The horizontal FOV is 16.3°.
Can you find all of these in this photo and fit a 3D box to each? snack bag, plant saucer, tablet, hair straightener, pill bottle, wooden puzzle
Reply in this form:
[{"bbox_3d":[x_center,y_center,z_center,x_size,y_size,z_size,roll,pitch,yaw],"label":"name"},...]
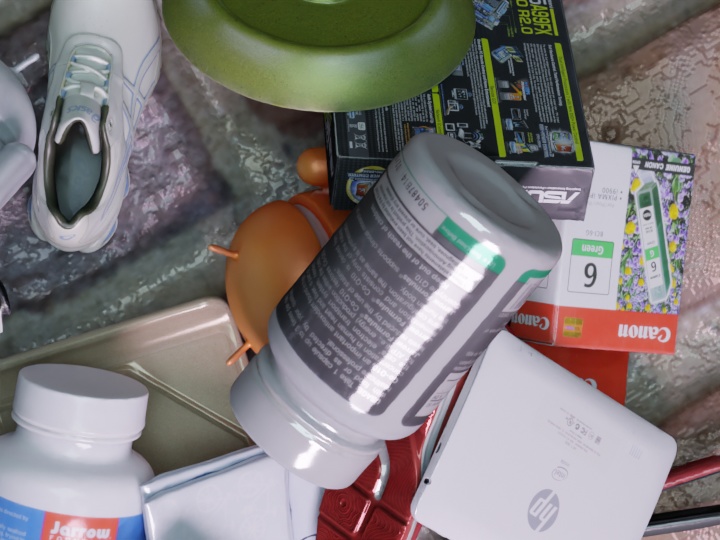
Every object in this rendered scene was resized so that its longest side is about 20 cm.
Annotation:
[{"bbox_3d":[-0.044,0.193,1.609,0.200,0.021,0.189,-17,115,-28],"label":"snack bag"},{"bbox_3d":[-0.025,-0.176,1.586,0.200,0.200,0.031,-1,135,-6],"label":"plant saucer"},{"bbox_3d":[0.120,0.131,1.595,0.200,0.014,0.130,32,79,-40],"label":"tablet"},{"bbox_3d":[0.164,0.186,1.681,0.200,0.041,0.077,-17,93,-5],"label":"hair straightener"},{"bbox_3d":[0.017,0.026,1.482,0.113,0.113,0.200,37,109,-6],"label":"pill bottle"},{"bbox_3d":[-0.145,0.132,1.639,0.185,0.037,0.200,-17,98,6],"label":"wooden puzzle"},{"bbox_3d":[-0.189,0.165,1.571,0.112,0.112,0.200,8,101,-6],"label":"pill bottle"}]

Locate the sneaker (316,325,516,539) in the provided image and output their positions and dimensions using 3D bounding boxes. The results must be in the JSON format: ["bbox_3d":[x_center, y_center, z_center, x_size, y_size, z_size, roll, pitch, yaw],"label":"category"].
[{"bbox_3d":[0.052,0.120,1.595,0.115,0.078,0.200,4,114,-46],"label":"sneaker"}]

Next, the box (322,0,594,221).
[{"bbox_3d":[0.056,-0.113,1.591,0.160,0.200,0.044,3,131,-7],"label":"box"}]

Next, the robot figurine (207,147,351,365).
[{"bbox_3d":[0.000,-0.002,1.608,0.200,0.144,0.117,-14,60,-22],"label":"robot figurine"}]

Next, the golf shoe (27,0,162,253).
[{"bbox_3d":[-0.169,-0.111,1.608,0.078,0.097,0.200,5,90,-5],"label":"golf shoe"}]

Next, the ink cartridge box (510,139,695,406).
[{"bbox_3d":[0.156,0.017,1.649,0.109,0.050,0.200,5,91,-35],"label":"ink cartridge box"}]

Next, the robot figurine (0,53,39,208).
[{"bbox_3d":[-0.280,-0.066,1.574,0.169,0.113,0.200,19,62,34],"label":"robot figurine"}]

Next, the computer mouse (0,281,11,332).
[{"bbox_3d":[-0.274,0.079,1.600,0.053,0.138,0.200,27,98,-24],"label":"computer mouse"}]
